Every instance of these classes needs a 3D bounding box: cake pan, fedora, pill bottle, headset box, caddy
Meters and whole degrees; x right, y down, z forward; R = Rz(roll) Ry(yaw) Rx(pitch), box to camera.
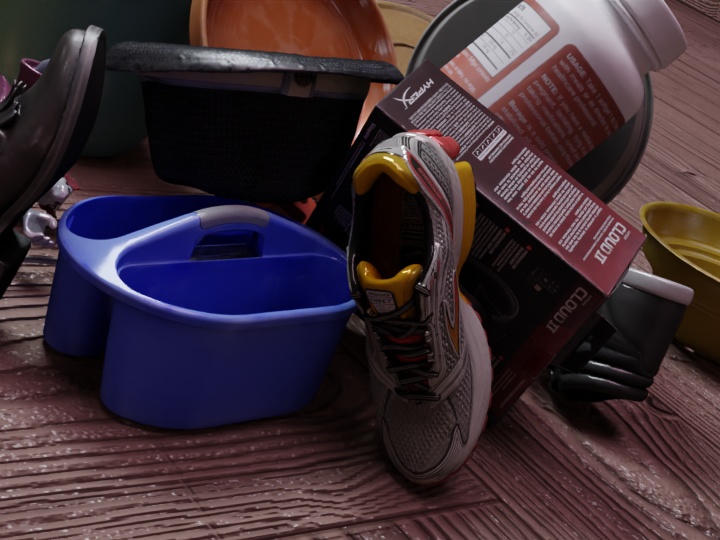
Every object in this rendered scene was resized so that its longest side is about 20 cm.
[{"bbox_3d":[0.127,-0.129,1.040,0.198,0.202,0.037,24,4,7],"label":"cake pan"},{"bbox_3d":[-0.069,-0.093,0.857,0.197,0.093,0.201,5,9,-1],"label":"fedora"},{"bbox_3d":[0.126,-0.127,0.956,0.113,0.199,0.112,51,7,-9],"label":"pill bottle"},{"bbox_3d":[0.071,-0.008,0.857,0.199,0.149,0.077,38,44,5],"label":"headset box"},{"bbox_3d":[-0.088,0.010,0.790,0.199,0.106,0.141,-5,33,-47],"label":"caddy"}]

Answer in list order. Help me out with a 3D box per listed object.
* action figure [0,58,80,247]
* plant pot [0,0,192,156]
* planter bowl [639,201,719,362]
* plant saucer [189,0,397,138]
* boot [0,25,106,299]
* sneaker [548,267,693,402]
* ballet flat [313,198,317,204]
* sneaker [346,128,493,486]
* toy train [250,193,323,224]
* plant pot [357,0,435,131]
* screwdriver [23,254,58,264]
[{"bbox_3d":[-0.248,-0.096,0.855,0.147,0.201,0.135,2,54,24],"label":"action figure"},{"bbox_3d":[-0.216,-0.188,1.050,0.198,0.163,0.201,18,23,-8],"label":"plant pot"},{"bbox_3d":[0.313,0.025,1.147,0.198,0.084,0.201,18,22,-8],"label":"planter bowl"},{"bbox_3d":[-0.049,-0.157,1.014,0.032,0.203,0.199,-13,-7,44],"label":"plant saucer"},{"bbox_3d":[-0.248,-0.078,0.735,0.173,0.202,0.069,30,6,-6],"label":"boot"},{"bbox_3d":[0.139,0.036,0.967,0.070,0.100,0.199,18,0,-42],"label":"sneaker"},{"bbox_3d":[-0.053,-0.073,1.075,0.069,0.070,0.200,26,23,13],"label":"ballet flat"},{"bbox_3d":[0.023,0.024,0.766,0.077,0.203,0.082,-4,6,28],"label":"sneaker"},{"bbox_3d":[0.000,0.000,0.955,0.199,0.056,0.151,37,44,1],"label":"toy train"},{"bbox_3d":[0.037,-0.162,1.139,0.197,0.028,0.202,14,49,-16],"label":"plant pot"},{"bbox_3d":[-0.155,-0.003,0.868,0.198,0.028,0.029,4,-3,-36],"label":"screwdriver"}]
